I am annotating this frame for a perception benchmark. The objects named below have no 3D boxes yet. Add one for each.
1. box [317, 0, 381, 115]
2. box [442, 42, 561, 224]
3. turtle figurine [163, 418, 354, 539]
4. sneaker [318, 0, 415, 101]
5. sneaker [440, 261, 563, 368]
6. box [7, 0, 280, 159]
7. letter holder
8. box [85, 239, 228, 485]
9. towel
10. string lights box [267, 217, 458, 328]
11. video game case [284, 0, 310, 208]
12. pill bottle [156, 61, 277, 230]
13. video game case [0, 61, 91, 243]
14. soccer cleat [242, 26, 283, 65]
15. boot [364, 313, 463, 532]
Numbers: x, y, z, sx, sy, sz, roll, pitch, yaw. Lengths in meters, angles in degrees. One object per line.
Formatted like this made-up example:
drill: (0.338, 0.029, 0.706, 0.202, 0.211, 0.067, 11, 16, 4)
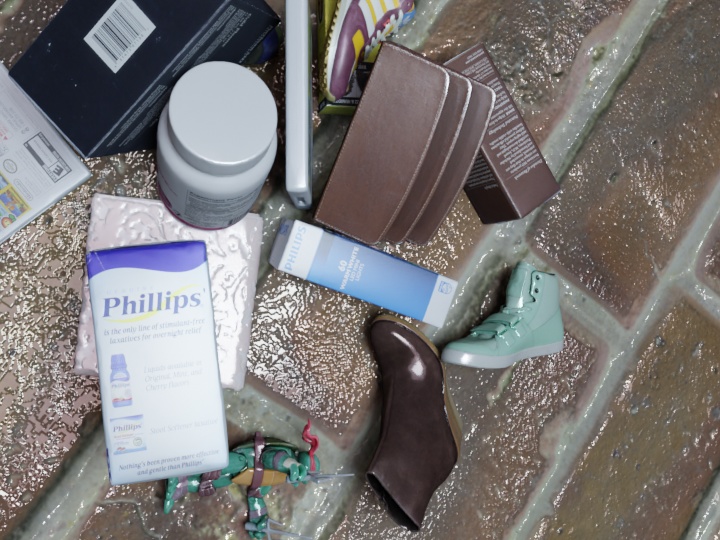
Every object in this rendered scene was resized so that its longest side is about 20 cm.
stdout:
box: (-0.013, -0.289, 0.847, 0.074, 0.050, 0.203, 0, 89, -16)
box: (0.150, -0.161, 0.869, 0.074, 0.100, 0.202, -31, 98, -14)
turtle figurine: (-0.115, 0.233, 0.792, 0.197, 0.101, 0.151, 3, 129, -15)
sneaker: (0.014, -0.278, 0.791, 0.089, 0.075, 0.203, 15, 86, -10)
sneaker: (0.171, 0.051, 0.871, 0.199, 0.073, 0.120, -8, 96, -38)
box: (-0.196, -0.217, 0.688, 0.200, 0.182, 0.104, -42, 94, 13)
letter holder: (0.054, -0.127, 0.785, 0.141, 0.101, 0.202, 25, 108, 2)
box: (-0.191, 0.079, 0.689, 0.103, 0.184, 0.203, -6, 89, -14)
towel: (-0.211, 0.025, 0.796, 0.188, 0.032, 0.203, 7, 87, -15)
string lights box: (0.000, 0.000, 0.820, 0.198, 0.103, 0.060, 20, 91, -15)
video game case: (-0.064, -0.175, 0.756, 0.023, 0.182, 0.203, 0, 90, -3)
pill bottle: (-0.144, -0.117, 0.706, 0.112, 0.200, 0.115, 3, 78, -16)
video game case: (-0.418, -0.125, 0.741, 0.182, 0.023, 0.201, -40, 101, -13)
soccer cleat: (-0.167, -0.316, 0.806, 0.200, 0.065, 0.084, 48, 40, -2)
boot: (0.048, 0.168, 0.813, 0.201, 0.072, 0.167, 58, 39, -15)
